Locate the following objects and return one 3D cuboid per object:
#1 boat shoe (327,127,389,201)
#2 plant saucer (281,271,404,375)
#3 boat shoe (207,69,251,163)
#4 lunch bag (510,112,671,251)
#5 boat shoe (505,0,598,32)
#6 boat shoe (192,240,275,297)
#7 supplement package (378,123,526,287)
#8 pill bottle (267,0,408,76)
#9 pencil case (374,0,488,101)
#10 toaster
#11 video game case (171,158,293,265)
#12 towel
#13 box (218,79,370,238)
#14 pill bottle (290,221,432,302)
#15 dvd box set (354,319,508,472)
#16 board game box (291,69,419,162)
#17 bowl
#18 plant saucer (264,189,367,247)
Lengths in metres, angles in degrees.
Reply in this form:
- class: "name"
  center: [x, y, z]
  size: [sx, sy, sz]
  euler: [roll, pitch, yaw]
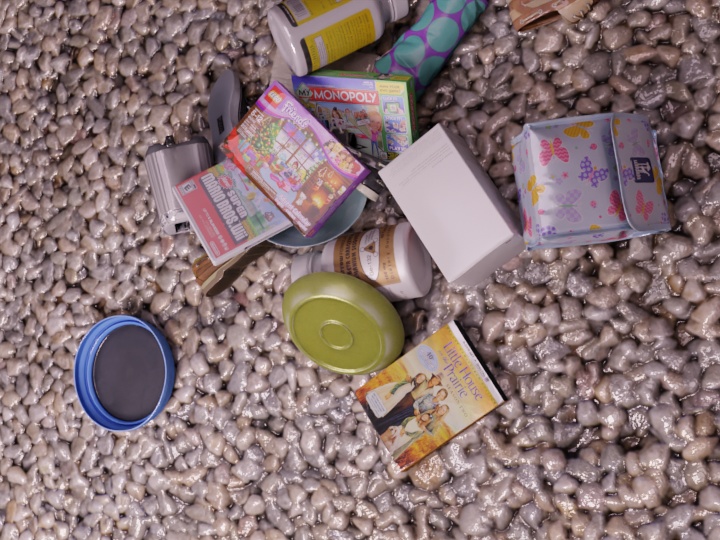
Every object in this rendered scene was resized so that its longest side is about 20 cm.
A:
- class: "boat shoe"
  center: [-0.036, -0.189, 1.473]
  size: [0.199, 0.072, 0.068]
  euler: [37, 96, 13]
- class: "plant saucer"
  center: [-0.032, 0.090, 1.442]
  size: [0.198, 0.031, 0.201]
  euler: [12, 130, 14]
- class: "boat shoe"
  center: [-0.206, -0.247, 1.592]
  size: [0.073, 0.068, 0.201]
  euler: [-37, 48, 28]
- class: "lunch bag"
  center: [0.322, -0.125, 1.314]
  size: [0.198, 0.127, 0.172]
  euler: [-5, 84, -6]
- class: "boat shoe"
  center: [0.309, -0.391, 1.381]
  size: [0.198, 0.075, 0.073]
  euler: [-7, 87, 32]
- class: "boat shoe"
  center: [-0.204, -0.041, 1.573]
  size: [0.199, 0.072, 0.068]
  euler: [-39, 73, 16]
- class: "supplement package"
  center: [0.140, -0.092, 1.399]
  size: [0.119, 0.121, 0.201]
  euler: [-37, 72, 17]
- class: "pill bottle"
  center: [-0.031, -0.384, 1.443]
  size: [0.199, 0.111, 0.112]
  euler: [-27, 74, -8]
- class: "pencil case"
  center: [0.104, -0.358, 1.457]
  size: [0.092, 0.085, 0.200]
  euler: [40, 102, 7]
- class: "toaster"
  center: [-0.286, -0.137, 1.558]
  size: [0.112, 0.200, 0.131]
  euler: [-13, 85, -12]
- class: "video game case"
  center: [-0.170, -0.113, 1.467]
  size: [0.199, 0.017, 0.144]
  euler: [-29, 74, -12]
- class: "towel"
  center: [-0.062, -0.298, 1.553]
  size: [0.198, 0.034, 0.134]
  euler: [14, 90, 24]
- class: "box"
  center: [-0.101, -0.167, 1.432]
  size: [0.200, 0.039, 0.137]
  euler: [45, 99, 12]
- class: "pill bottle"
  center: [0.000, 0.000, 1.457]
  size: [0.198, 0.114, 0.116]
  euler: [-12, 81, 22]
- class: "dvd box set"
  center: [0.104, 0.190, 1.442]
  size: [0.199, 0.029, 0.147]
  euler: [-37, 73, 17]
- class: "board game box"
  center: [-0.007, -0.239, 1.470]
  size: [0.198, 0.029, 0.136]
  euler: [9, 127, 27]
- class: "bowl"
  center: [-0.410, 0.179, 1.664]
  size: [0.199, 0.039, 0.203]
  euler: [-2, 85, 24]
- class: "plant saucer"
  center: [-0.085, -0.108, 1.513]
  size: [0.199, 0.039, 0.203]
  euler: [-4, 54, 5]
